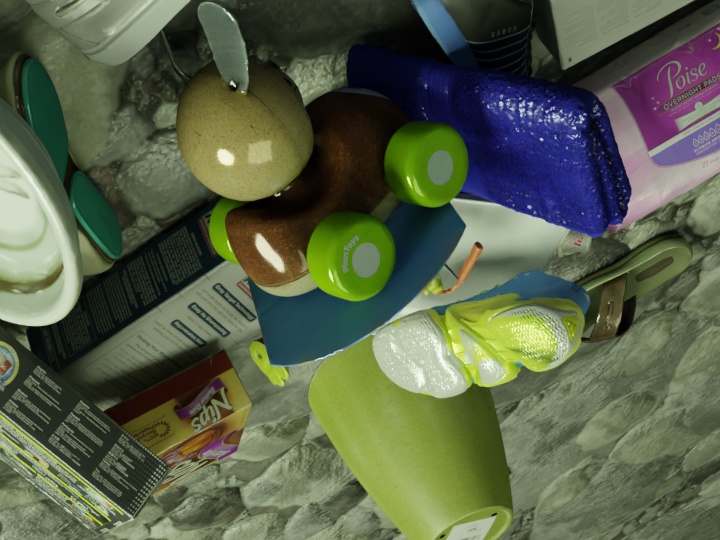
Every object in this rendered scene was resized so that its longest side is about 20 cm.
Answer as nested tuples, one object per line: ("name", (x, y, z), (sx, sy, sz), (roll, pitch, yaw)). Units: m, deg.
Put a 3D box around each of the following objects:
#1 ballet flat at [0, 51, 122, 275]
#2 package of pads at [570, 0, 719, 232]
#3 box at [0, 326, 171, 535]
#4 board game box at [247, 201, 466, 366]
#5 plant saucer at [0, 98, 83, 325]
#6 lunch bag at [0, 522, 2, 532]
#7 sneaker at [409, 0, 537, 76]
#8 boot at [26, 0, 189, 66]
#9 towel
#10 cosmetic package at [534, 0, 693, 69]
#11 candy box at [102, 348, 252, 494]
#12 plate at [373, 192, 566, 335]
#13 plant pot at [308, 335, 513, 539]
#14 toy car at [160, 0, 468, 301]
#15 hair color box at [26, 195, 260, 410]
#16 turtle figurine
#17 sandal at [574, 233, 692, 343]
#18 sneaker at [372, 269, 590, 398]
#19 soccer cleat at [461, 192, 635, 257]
("ballet flat", (-0.218, -0.061, 0.710), (0.068, 0.070, 0.201), (-21, 144, -8))
("package of pads", (0.258, -0.133, 0.877), (0.198, 0.076, 0.122), (-30, 105, 2))
("box", (-0.238, 0.105, 0.751), (0.044, 0.199, 0.160), (-53, -173, -28))
("board game box", (0.000, 0.000, 0.743), (0.157, 0.201, 0.039), (-37, 120, 6))
("plant saucer", (-0.236, -0.058, 0.637), (0.050, 0.198, 0.202), (-53, 160, -38))
("lunch bag", (-0.422, 0.221, 0.855), (0.169, 0.128, 0.200), (-38, 117, 15))
("sneaker", (0.101, -0.170, 0.773), (0.077, 0.071, 0.200), (-35, 144, 10))
("boot", (-0.114, -0.209, 0.589), (0.200, 0.074, 0.095), (-43, 136, 11))
("towel", (0.089, -0.091, 0.765), (0.050, 0.198, 0.148), (-62, 146, -15))
("cosmetic package", (0.221, -0.236, 0.787), (0.198, 0.051, 0.083), (-28, 142, 0))
("candy box", (-0.162, 0.142, 0.917), (0.115, 0.057, 0.200), (-26, 165, -19))
("plate", (0.060, -0.008, 0.919), (0.196, 0.033, 0.201), (7, 142, -5))
("plant pot", (0.068, 0.176, 1.051), (0.184, 0.202, 0.189), (-17, 143, -14))
("toy car", (-0.058, -0.099, 0.692), (0.158, 0.163, 0.201), (-50, 123, -18))
("hair color box", (-0.157, 0.035, 0.857), (0.198, 0.061, 0.100), (-32, 146, 6))
("turtle figurine", (-0.006, 0.023, 0.848), (0.160, 0.065, 0.199), (-29, -178, -43))
("sandal", (0.273, 0.036, 1.134), (0.200, 0.058, 0.080), (-36, 143, 10))
("sneaker", (0.107, 0.051, 0.891), (0.198, 0.077, 0.105), (-8, -163, 40))
("soccer cleat", (0.154, -0.044, 0.941), (0.197, 0.087, 0.070), (-21, 143, -9))
